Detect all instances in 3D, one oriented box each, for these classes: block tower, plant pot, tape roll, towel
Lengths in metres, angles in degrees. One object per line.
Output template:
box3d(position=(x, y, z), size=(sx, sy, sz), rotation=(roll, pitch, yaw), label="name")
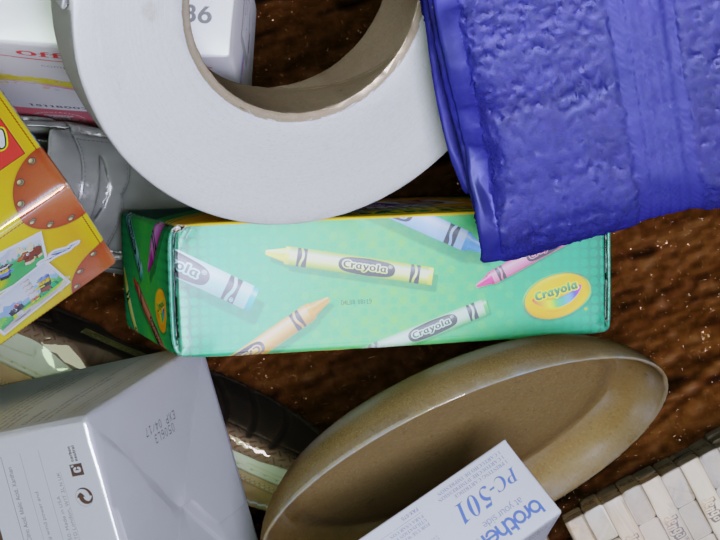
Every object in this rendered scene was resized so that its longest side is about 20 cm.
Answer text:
box3d(position=(0.107, 0.140, 1.173), size=(0.199, 0.054, 0.058), rotation=(-29, 90, 1), label="block tower")
box3d(position=(0.043, 0.081, 1.112), size=(0.199, 0.200, 0.028), rotation=(-26, 67, 1), label="plant pot")
box3d(position=(-0.029, -0.117, 1.014), size=(0.201, 0.037, 0.204), rotation=(-9, 116, -19), label="tape roll")
box3d(position=(0.127, -0.095, 1.016), size=(0.198, 0.050, 0.149), rotation=(-12, 113, -1), label="towel")

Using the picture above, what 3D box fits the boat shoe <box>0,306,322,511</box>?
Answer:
box3d(position=(-0.105, 0.080, 1.176), size=(0.199, 0.072, 0.077), rotation=(24, 103, 11), label="boat shoe")

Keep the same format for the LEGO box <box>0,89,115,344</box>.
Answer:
box3d(position=(-0.232, -0.013, 1.066), size=(0.199, 0.077, 0.149), rotation=(-36, 62, -6), label="LEGO box")

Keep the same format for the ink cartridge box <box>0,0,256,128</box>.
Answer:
box3d(position=(-0.108, -0.115, 1.100), size=(0.115, 0.200, 0.068), rotation=(3, 80, 1), label="ink cartridge box")

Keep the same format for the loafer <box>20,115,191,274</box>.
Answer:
box3d(position=(-0.138, -0.036, 1.168), size=(0.198, 0.070, 0.071), rotation=(6, 90, 1), label="loafer")

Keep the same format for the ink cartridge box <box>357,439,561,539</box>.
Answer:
box3d(position=(-0.009, 0.158, 1.069), size=(0.199, 0.094, 0.044), rotation=(-32, 72, -22), label="ink cartridge box")

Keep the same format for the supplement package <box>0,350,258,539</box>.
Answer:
box3d(position=(-0.163, 0.121, 1.106), size=(0.199, 0.121, 0.121), rotation=(-12, 99, 25), label="supplement package")

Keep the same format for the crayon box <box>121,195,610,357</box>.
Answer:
box3d(position=(0.000, 0.000, 1.116), size=(0.198, 0.119, 0.059), rotation=(-3, 95, -16), label="crayon box")
